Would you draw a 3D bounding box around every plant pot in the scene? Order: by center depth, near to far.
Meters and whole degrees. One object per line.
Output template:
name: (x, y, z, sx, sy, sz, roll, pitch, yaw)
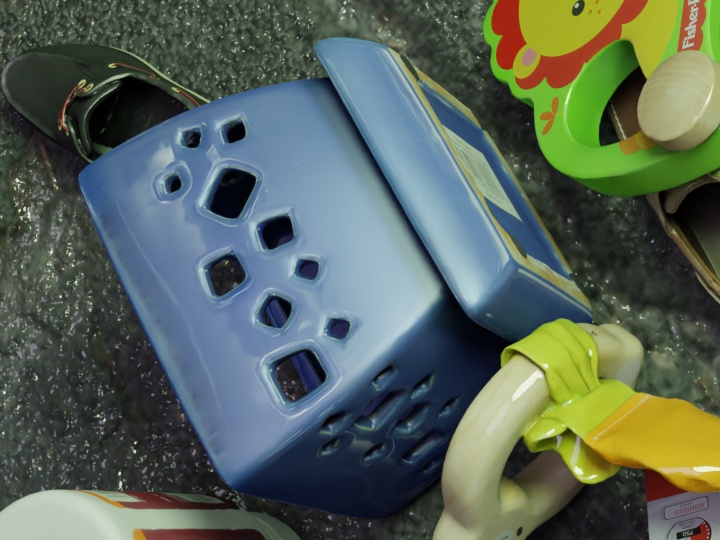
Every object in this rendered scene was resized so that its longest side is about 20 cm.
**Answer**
plant pot: (0.000, 0.000, 0.955, 0.180, 0.200, 0.200, -34, 67, 14)

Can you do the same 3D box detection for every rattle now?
rattle: (0.108, 0.136, 0.910, 0.143, 0.130, 0.200, 30, 107, 18)

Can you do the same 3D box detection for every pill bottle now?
pill bottle: (-0.113, 0.180, 0.983, 0.114, 0.200, 0.115, -5, 80, 28)

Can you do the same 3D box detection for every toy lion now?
toy lion: (0.135, -0.131, 0.926, 0.191, 0.069, 0.201, -14, 60, 49)

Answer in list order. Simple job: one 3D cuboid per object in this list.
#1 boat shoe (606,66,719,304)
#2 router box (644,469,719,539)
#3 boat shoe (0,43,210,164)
boat shoe: (0.182, -0.051, 0.930, 0.076, 0.072, 0.200, -39, 67, 18)
router box: (0.238, 0.144, 0.835, 0.200, 0.049, 0.180, -22, 40, 24)
boat shoe: (-0.156, -0.101, 1.128, 0.201, 0.063, 0.074, 25, 97, 30)
